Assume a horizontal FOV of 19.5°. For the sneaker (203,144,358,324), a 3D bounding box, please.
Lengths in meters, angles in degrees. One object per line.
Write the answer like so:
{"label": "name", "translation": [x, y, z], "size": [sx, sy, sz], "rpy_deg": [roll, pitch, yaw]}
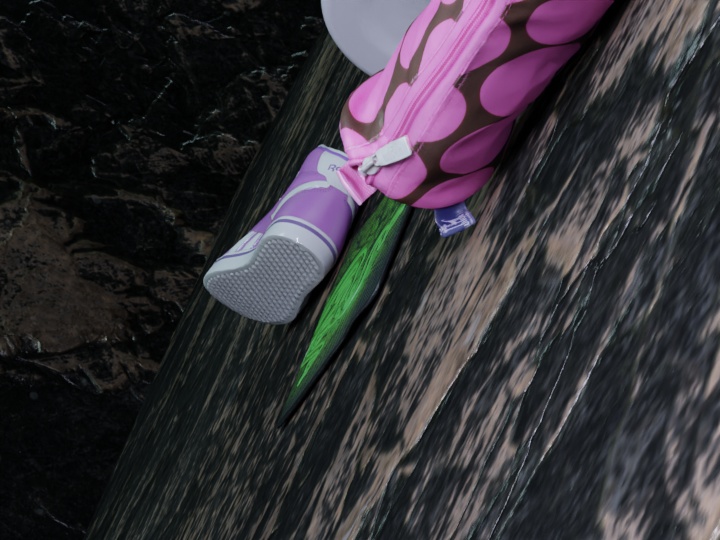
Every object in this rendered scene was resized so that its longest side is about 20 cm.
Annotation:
{"label": "sneaker", "translation": [-0.047, -0.030, 1.588], "size": [0.200, 0.073, 0.115], "rpy_deg": [-30, 29, 60]}

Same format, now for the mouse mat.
{"label": "mouse mat", "translation": [0.000, 0.000, 1.332], "size": [0.200, 0.008, 0.161], "rpy_deg": [-57, 9, 55]}

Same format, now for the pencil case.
{"label": "pencil case", "translation": [0.056, -0.105, 0.932], "size": [0.093, 0.091, 0.200], "rpy_deg": [-25, -20, -33]}

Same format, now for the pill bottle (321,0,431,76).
{"label": "pill bottle", "translation": [0.053, -0.205, 1.222], "size": [0.114, 0.113, 0.200], "rpy_deg": [-58, 9, 44]}
